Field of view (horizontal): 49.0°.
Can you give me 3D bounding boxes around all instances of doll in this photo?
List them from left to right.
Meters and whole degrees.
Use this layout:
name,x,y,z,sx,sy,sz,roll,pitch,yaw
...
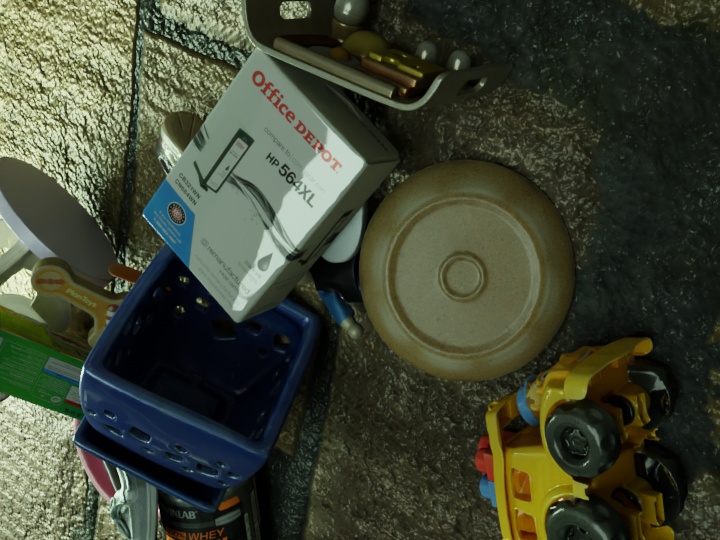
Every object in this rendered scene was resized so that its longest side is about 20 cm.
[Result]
name,x,y,z,sx,sy,sz,roll,pitch,yaw
doll,0.000,0.000,0.801,0.197,0.048,0.139,3,95,34

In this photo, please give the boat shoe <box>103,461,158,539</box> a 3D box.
name,x,y,z,sx,sy,sz,roll,pitch,yaw
boat shoe,-0.279,0.256,0.943,0.075,0.064,0.204,105,150,-42

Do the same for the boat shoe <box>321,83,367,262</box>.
name,x,y,z,sx,sy,sz,roll,pitch,yaw
boat shoe,-0.023,-0.111,0.766,0.067,0.056,0.204,-5,97,25

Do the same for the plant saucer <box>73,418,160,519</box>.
name,x,y,z,sx,sy,sz,roll,pitch,yaw
plant saucer,-0.309,0.241,1.084,0.198,0.051,0.204,11,110,30

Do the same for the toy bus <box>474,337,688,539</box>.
name,x,y,z,sx,sy,sz,roll,pitch,yaw
toy bus,0.175,0.161,0.709,0.190,0.134,0.204,4,106,48

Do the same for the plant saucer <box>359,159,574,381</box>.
name,x,y,z,sx,sy,sz,roll,pitch,yaw
plant saucer,0.092,0.004,0.707,0.196,0.035,0.204,1,97,11

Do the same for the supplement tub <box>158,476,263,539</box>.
name,x,y,z,sx,sy,sz,roll,pitch,yaw
supplement tub,-0.185,0.304,0.980,0.121,0.122,0.204,3,108,32

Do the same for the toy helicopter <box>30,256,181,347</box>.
name,x,y,z,sx,sy,sz,roll,pitch,yaw
toy helicopter,-0.295,0.039,0.945,0.132,0.079,0.199,-43,126,18

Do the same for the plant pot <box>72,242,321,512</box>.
name,x,y,z,sx,sy,sz,roll,pitch,yaw
plant pot,-0.180,0.124,0.848,0.198,0.201,0.181,28,131,-7

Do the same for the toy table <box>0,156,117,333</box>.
name,x,y,z,sx,sy,sz,roll,pitch,yaw
toy table,-0.412,-0.028,0.999,0.117,0.183,0.201,-43,79,18

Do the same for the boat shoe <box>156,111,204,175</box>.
name,x,y,z,sx,sy,sz,roll,pitch,yaw
boat shoe,-0.155,-0.080,0.870,0.201,0.072,0.065,52,140,1

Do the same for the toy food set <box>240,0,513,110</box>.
name,x,y,z,sx,sy,sz,roll,pitch,yaw
toy food set,0.016,-0.197,0.670,0.198,0.143,0.061,28,119,23

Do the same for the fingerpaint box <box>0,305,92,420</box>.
name,x,y,z,sx,sy,sz,roll,pitch,yaw
fingerpaint box,-0.422,0.106,0.989,0.166,0.198,0.074,19,81,59

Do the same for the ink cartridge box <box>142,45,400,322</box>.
name,x,y,z,sx,sy,sz,roll,pitch,yaw
ink cartridge box,-0.084,-0.078,0.721,0.146,0.084,0.200,46,115,10

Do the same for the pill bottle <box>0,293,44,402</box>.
name,x,y,z,sx,sy,sz,roll,pitch,yaw
pill bottle,-0.539,0.129,1.158,0.199,0.111,0.112,-38,84,35
